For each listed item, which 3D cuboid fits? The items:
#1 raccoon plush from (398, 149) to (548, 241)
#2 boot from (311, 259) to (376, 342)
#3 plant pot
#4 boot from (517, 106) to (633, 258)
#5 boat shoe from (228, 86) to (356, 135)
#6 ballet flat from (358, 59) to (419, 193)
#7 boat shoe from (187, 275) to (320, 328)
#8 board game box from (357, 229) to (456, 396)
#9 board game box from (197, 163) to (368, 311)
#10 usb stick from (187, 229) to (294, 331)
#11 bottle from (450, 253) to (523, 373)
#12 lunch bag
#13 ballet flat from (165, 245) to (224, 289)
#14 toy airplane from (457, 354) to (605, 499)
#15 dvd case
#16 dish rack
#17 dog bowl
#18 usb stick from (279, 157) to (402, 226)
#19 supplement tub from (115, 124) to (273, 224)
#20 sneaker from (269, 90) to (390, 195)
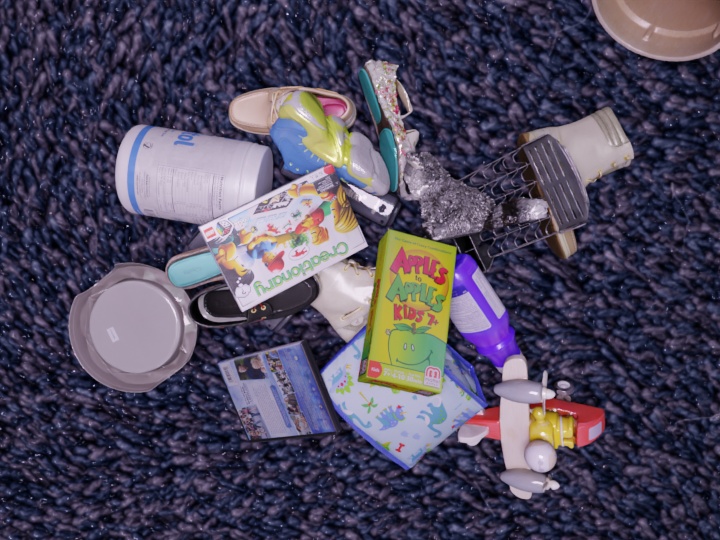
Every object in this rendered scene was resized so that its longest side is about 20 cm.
[{"bbox_3d":[0.151,-0.119,0.772,0.198,0.097,0.135,-11,89,12],"label":"raccoon plush"},{"bbox_3d":[0.000,0.000,0.833,0.154,0.072,0.200,41,101,-2],"label":"boot"},{"bbox_3d":[0.459,-0.433,0.755,0.200,0.200,0.184,36,83,-2],"label":"plant pot"},{"bbox_3d":[0.338,-0.132,0.830,0.153,0.072,0.202,-18,94,0],"label":"boot"},{"bbox_3d":[-0.105,-0.246,0.824,0.198,0.069,0.075,-2,95,1],"label":"boat shoe"},{"bbox_3d":[0.054,-0.221,0.826,0.063,0.076,0.202,-17,98,-14],"label":"ballet flat"},{"bbox_3d":[-0.156,0.045,0.804,0.199,0.063,0.074,-10,101,13],"label":"boat shoe"},{"bbox_3d":[0.064,0.055,0.727,0.101,0.048,0.202,14,69,-10],"label":"board game box"},{"bbox_3d":[-0.103,-0.047,0.749,0.199,0.035,0.127,-28,104,-12],"label":"board game box"},{"bbox_3d":[-0.186,0.011,0.857,0.055,0.033,0.200,-44,93,6],"label":"usb stick"},{"bbox_3d":[0.182,0.070,0.838,0.065,0.083,0.201,-46,108,-32],"label":"bottle"},{"bbox_3d":[0.055,0.164,0.811,0.200,0.128,0.170,39,106,-18],"label":"lunch bag"},{"bbox_3d":[-0.182,-0.023,0.798,0.198,0.067,0.069,-10,101,-7],"label":"ballet flat"},{"bbox_3d":[0.244,0.244,0.823,0.199,0.141,0.200,35,110,-13],"label":"toy airplane"},{"bbox_3d":[-0.129,0.190,0.832,0.199,0.018,0.144,-18,96,36],"label":"dvd case"},{"bbox_3d":[0.220,-0.097,0.796,0.199,0.054,0.154,-24,94,39],"label":"dish rack"},{"bbox_3d":[-0.347,0.086,0.860,0.198,0.059,0.202,0,94,1],"label":"dog bowl"},{"bbox_3d":[-0.031,-0.132,0.851,0.199,0.033,0.056,27,94,-2],"label":"usb stick"},{"bbox_3d":[-0.238,-0.134,0.805,0.198,0.132,0.133,8,95,-1],"label":"supplement tub"},{"bbox_3d":[-0.050,-0.169,0.808,0.105,0.076,0.200,-31,117,36],"label":"sneaker"}]
